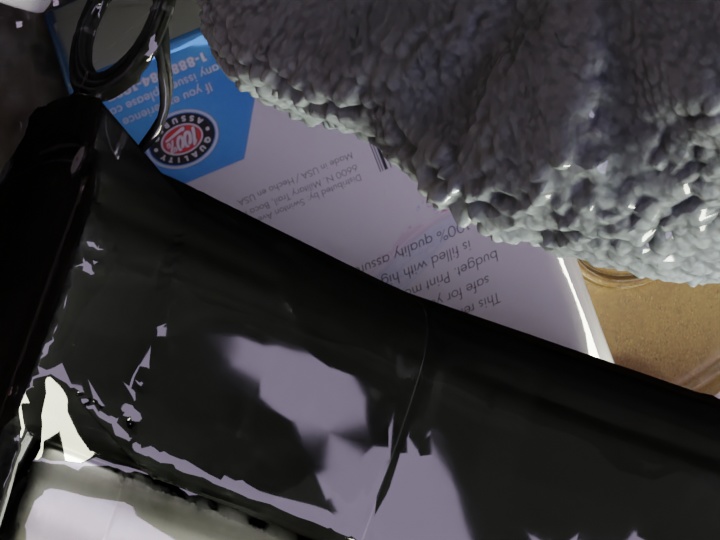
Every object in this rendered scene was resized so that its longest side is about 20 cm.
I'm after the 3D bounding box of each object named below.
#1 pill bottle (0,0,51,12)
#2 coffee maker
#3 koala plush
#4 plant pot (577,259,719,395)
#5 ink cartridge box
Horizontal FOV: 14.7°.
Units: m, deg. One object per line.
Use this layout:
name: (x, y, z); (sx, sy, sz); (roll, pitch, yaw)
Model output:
pill bottle: (-0.078, -0.173, 0.685); (0.120, 0.120, 0.200); (22, 97, -35)
coffee maker: (-0.001, 0.041, 0.714); (0.200, 0.135, 0.192); (21, 105, -21)
koala plush: (0.103, -0.067, 0.642); (0.200, 0.184, 0.178); (14, 112, -45)
plant pot: (0.083, -0.029, 0.893); (0.200, 0.027, 0.201); (-11, 113, -27)
ink cartridge box: (0.000, 0.000, 0.809); (0.115, 0.068, 0.200); (-23, 116, -3)
